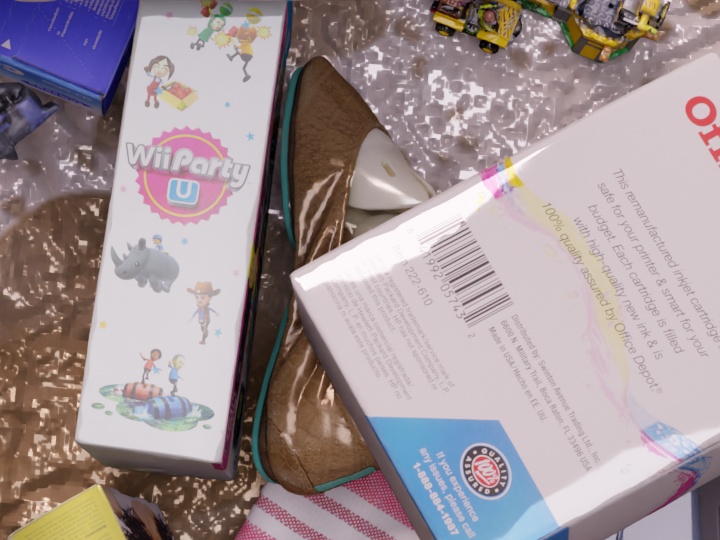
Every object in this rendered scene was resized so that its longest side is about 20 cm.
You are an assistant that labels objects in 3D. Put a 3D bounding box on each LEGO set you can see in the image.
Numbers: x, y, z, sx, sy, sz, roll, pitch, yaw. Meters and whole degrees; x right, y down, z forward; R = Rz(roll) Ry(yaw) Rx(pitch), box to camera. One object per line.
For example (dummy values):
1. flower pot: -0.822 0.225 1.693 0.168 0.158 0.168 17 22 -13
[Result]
1. LEGO set: 0.096 -0.195 1.254 0.154 0.116 0.200 30 82 0

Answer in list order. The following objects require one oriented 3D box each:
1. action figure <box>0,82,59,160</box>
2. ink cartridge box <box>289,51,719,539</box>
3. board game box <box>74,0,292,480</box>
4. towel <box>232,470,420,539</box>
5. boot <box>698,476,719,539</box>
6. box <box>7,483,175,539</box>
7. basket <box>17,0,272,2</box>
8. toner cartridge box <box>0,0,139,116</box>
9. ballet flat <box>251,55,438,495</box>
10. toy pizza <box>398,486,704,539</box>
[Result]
1. action figure: -0.230 -0.036 1.232 0.200 0.105 0.194 -33 94 -9
2. ink cartridge box: 0.094 0.025 1.151 0.200 0.085 0.145 -28 73 -5
3. board game box: -0.071 -0.016 1.207 0.064 0.148 0.200 7 83 -1
4. towel: 0.034 0.085 1.228 0.146 0.030 0.200 27 80 31
5. boot: 0.199 0.100 1.226 0.096 0.074 0.200 3 88 -13
6. box: -0.075 0.189 1.190 0.050 0.075 0.200 -29 73 9
7. basket: -0.097 -0.226 1.117 0.198 0.161 0.200 1 60 -3
8. toner cartridge box: -0.116 -0.178 1.242 0.095 0.043 0.200 22 82 -1
9. ballet flat: 0.000 0.000 1.233 0.072 0.068 0.200 -4 65 24
10. toy pizza: 0.106 0.145 1.259 0.200 0.032 0.200 0 83 -3
